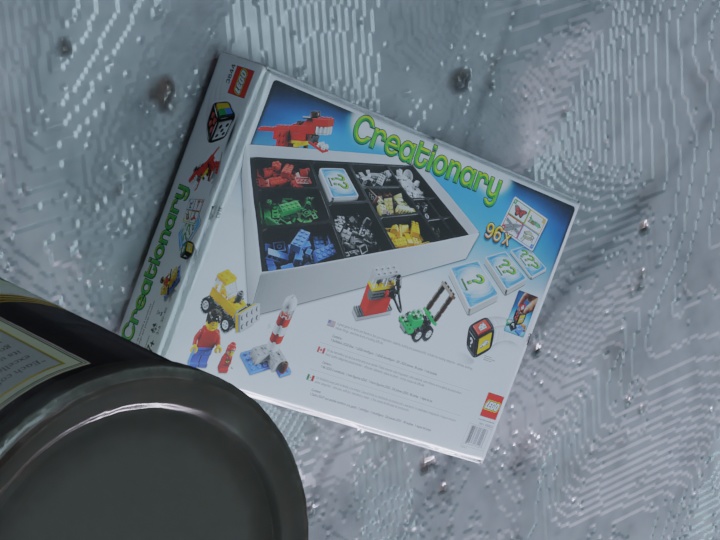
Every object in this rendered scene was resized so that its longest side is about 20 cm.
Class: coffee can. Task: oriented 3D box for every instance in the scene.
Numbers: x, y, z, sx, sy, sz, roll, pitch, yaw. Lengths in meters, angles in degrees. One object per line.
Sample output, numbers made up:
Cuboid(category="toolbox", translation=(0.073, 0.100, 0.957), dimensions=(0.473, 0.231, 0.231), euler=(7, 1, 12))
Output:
Cuboid(category="coffee can", translation=(-0.134, 0.075, 0.772), dimensions=(0.146, 0.199, 0.148), euler=(-15, 114, -37))

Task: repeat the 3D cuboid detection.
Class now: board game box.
Cuboid(category="board game box", translation=(0.000, 0.000, 0.976), dimensions=(0.199, 0.034, 0.127), euler=(20, 91, -43))
